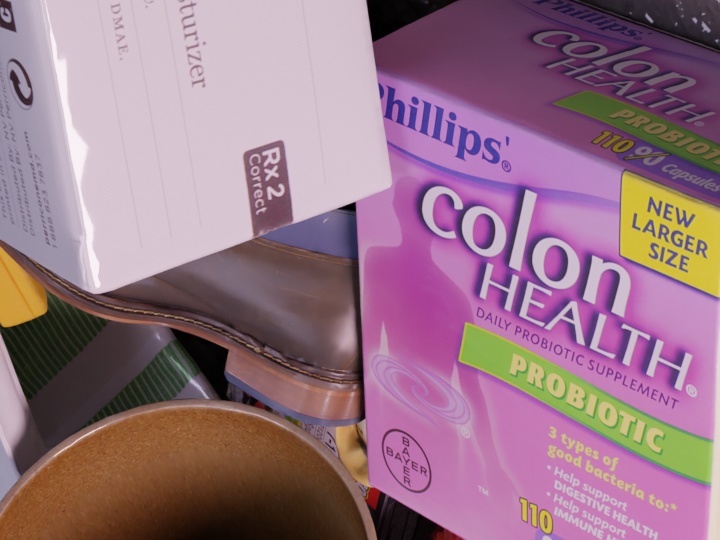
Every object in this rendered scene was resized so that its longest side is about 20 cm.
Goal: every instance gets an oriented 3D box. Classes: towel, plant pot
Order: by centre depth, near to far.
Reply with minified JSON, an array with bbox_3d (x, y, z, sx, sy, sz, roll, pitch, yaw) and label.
[{"bbox_3d":[-0.067,0.193,1.014,0.186,0.186,0.200,35,157,31],"label":"plant pot"},{"bbox_3d":[-0.141,0.072,1.105,0.152,0.023,0.200,-42,79,35],"label":"towel"}]

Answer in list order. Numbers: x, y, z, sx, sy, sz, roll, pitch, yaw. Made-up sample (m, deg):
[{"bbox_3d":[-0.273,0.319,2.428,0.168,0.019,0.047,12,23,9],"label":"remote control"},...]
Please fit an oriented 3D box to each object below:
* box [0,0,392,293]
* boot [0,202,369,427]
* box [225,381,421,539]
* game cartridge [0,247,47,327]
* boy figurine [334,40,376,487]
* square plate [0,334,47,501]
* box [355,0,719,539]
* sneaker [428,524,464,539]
[{"bbox_3d":[-0.103,-0.124,0.805,0.200,0.130,0.200,25,130,54],"label":"box"},{"bbox_3d":[-0.068,-0.023,0.908,0.199,0.075,0.097,27,119,13],"label":"boot"},{"bbox_3d":[-0.027,0.127,1.087,0.110,0.035,0.201,39,138,27],"label":"box"},{"bbox_3d":[-0.197,-0.099,1.020,0.200,0.032,0.177,-110,-3,-49],"label":"game cartridge"},{"bbox_3d":[0.000,0.000,0.950,0.124,0.064,0.201,8,116,40],"label":"boy figurine"},{"bbox_3d":[-0.209,0.052,1.074,0.200,0.028,0.199,26,139,48],"label":"square plate"},{"bbox_3d":[0.092,0.017,0.822,0.175,0.096,0.201,27,131,38],"label":"box"},{"bbox_3d":[0.051,0.187,1.012,0.074,0.081,0.201,15,130,9],"label":"sneaker"}]
